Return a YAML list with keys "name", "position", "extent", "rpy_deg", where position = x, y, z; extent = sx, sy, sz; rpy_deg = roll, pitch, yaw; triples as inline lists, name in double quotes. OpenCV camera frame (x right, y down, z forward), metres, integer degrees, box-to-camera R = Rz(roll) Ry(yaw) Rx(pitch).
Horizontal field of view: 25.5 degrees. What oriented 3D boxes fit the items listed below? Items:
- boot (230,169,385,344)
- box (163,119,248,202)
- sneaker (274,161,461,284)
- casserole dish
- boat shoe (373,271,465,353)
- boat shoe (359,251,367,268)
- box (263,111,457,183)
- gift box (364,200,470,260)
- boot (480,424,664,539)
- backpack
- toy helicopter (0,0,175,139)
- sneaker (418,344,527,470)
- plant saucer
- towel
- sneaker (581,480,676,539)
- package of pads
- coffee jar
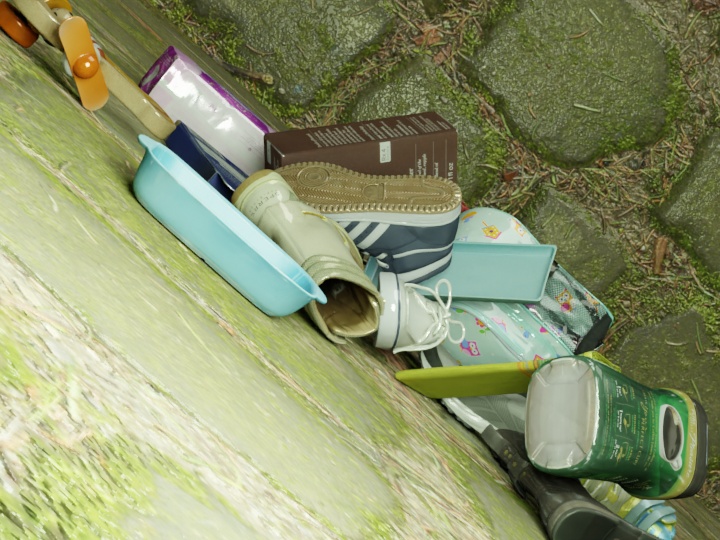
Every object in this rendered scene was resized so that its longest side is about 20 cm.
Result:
- name: "boot"
  position: [-0.026, 0.008, 1.438]
  extent: [0.155, 0.072, 0.200]
  rpy_deg: [51, 3, 37]
- name: "box"
  position: [-0.126, -0.076, 1.591]
  extent: [0.121, 0.032, 0.200]
  rpy_deg: [39, 4, -29]
- name: "sneaker"
  position: [0.000, -0.042, 1.565]
  extent: [0.109, 0.198, 0.070]
  rpy_deg: [88, 11, -45]
- name: "casserole dish"
  position: [-0.112, -0.029, 1.272]
  extent: [0.200, 0.039, 0.121]
  rpy_deg: [43, 5, -8]
- name: "boat shoe"
  position: [0.058, 0.048, 1.522]
  extent: [0.085, 0.075, 0.202]
  rpy_deg: [2, -11, 4]
- name: "boat shoe"
  position: [0.000, 0.000, 1.744]
  extent: [0.200, 0.063, 0.073]
  rpy_deg: [40, 6, -26]
- name: "box"
  position: [0.002, -0.101, 1.680]
  extent: [0.075, 0.198, 0.101]
  rpy_deg: [-129, -147, -60]
- name: "gift box"
  position: [0.058, -0.054, 1.930]
  extent: [0.185, 0.200, 0.187]
  rpy_deg: [44, 1, -38]
- name: "boot"
  position: [0.211, 0.223, 1.466]
  extent: [0.200, 0.069, 0.174]
  rpy_deg: [38, 7, -26]
- name: "backpack"
  position: [0.138, 0.042, 1.689]
  extent: [0.201, 0.153, 0.176]
  rpy_deg: [53, -34, -1]
- name: "toy helicopter"
  position: [-0.239, -0.189, 1.440]
  extent: [0.200, 0.079, 0.132]
  rpy_deg: [44, 4, -28]
- name: "sneaker"
  position: [0.139, 0.135, 1.599]
  extent: [0.200, 0.079, 0.074]
  rpy_deg: [43, 7, 19]
- name: "plant saucer"
  position: [0.097, 0.002, 1.589]
  extent: [0.198, 0.070, 0.019]
  rpy_deg: [2, -37, 27]
- name: "towel"
  position: [0.139, 0.097, 1.491]
  extent: [0.086, 0.198, 0.018]
  rpy_deg: [36, 52, -56]
- name: "sneaker"
  position: [0.281, 0.247, 1.747]
  extent: [0.200, 0.080, 0.131]
  rpy_deg: [37, 6, -41]
- name: "package of pads"
  position: [-0.160, -0.162, 1.805]
  extent: [0.200, 0.076, 0.121]
  rpy_deg: [41, 4, -18]
- name: "coffee jar"
  position: [0.236, 0.146, 1.433]
  extent: [0.085, 0.105, 0.199]
  rpy_deg: [-9, -21, 42]
